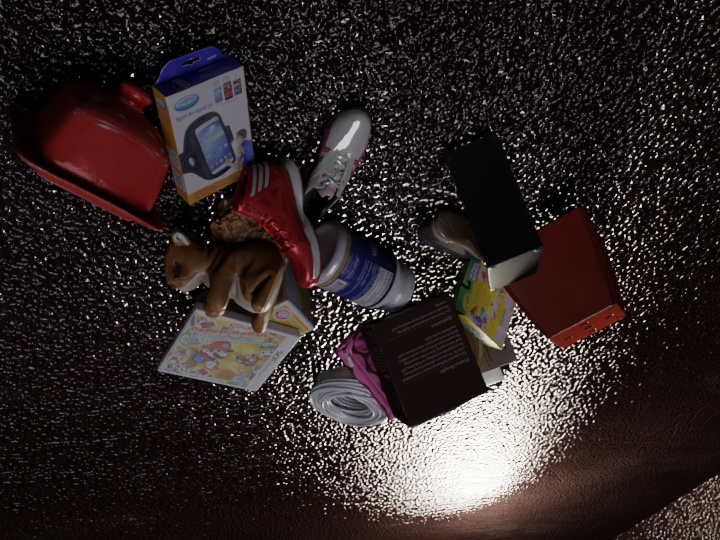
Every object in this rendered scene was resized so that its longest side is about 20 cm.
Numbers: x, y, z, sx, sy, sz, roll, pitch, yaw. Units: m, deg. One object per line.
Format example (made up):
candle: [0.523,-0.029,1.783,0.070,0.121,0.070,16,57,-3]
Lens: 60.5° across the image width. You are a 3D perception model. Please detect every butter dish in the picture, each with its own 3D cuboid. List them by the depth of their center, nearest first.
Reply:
butter dish: [-0.323,-0.175,0.796,0.198,0.200,0.149,32,99,-41]

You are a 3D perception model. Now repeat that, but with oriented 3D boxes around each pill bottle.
pill bottle: [0.000,0.000,1.107,0.198,0.117,0.115,26,126,-37]

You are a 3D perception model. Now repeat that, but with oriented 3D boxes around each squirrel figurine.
squirrel figurine: [-0.213,-0.023,0.999,0.184,0.203,0.142,20,165,0]

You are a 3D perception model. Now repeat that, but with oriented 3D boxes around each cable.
cable: [-0.018,0.291,1.426,0.197,0.070,0.201,20,144,-8]

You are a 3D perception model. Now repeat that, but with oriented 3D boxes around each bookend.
bookend: [0.224,-0.090,1.043,0.091,0.203,0.199,-20,165,8]

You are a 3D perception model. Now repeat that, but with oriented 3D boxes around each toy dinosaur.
toy dinosaur: [0.316,0.272,1.532,0.100,0.078,0.202,8,132,-13]

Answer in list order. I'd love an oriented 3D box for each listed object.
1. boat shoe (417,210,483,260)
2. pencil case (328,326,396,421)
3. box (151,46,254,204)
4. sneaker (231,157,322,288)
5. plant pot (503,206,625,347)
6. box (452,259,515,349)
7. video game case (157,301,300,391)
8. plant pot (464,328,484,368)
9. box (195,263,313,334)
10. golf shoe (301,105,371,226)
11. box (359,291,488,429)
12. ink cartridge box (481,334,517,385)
boat shoe: [0.178,-0.059,1.131,0.064,0.073,0.198,-10,164,40]
pencil case: [0.029,0.221,1.300,0.091,0.200,0.094,-43,177,8]
box: [-0.209,-0.198,0.845,0.118,0.041,0.202,-34,149,-28]
sneaker: [-0.134,-0.064,0.928,0.114,0.204,0.078,-14,177,-37]
plant pot: [0.388,0.030,1.164,0.198,0.178,0.199,-32,153,20]
box: [0.244,0.067,1.250,0.048,0.119,0.200,6,156,40]
video game case: [-0.235,0.142,1.101,0.198,0.023,0.182,19,129,-29]
plant pot: [0.170,0.168,1.298,0.196,0.204,0.027,-7,178,-7]
box: [-0.196,0.076,1.140,0.197,0.114,0.102,-23,138,14]
golf shoe: [-0.037,-0.154,0.943,0.072,0.093,0.201,14,131,-26]
box: [0.115,0.168,1.190,0.163,0.203,0.164,-21,178,-10]
ink cartridge box: [0.253,0.207,1.410,0.197,0.116,0.068,-22,139,10]
